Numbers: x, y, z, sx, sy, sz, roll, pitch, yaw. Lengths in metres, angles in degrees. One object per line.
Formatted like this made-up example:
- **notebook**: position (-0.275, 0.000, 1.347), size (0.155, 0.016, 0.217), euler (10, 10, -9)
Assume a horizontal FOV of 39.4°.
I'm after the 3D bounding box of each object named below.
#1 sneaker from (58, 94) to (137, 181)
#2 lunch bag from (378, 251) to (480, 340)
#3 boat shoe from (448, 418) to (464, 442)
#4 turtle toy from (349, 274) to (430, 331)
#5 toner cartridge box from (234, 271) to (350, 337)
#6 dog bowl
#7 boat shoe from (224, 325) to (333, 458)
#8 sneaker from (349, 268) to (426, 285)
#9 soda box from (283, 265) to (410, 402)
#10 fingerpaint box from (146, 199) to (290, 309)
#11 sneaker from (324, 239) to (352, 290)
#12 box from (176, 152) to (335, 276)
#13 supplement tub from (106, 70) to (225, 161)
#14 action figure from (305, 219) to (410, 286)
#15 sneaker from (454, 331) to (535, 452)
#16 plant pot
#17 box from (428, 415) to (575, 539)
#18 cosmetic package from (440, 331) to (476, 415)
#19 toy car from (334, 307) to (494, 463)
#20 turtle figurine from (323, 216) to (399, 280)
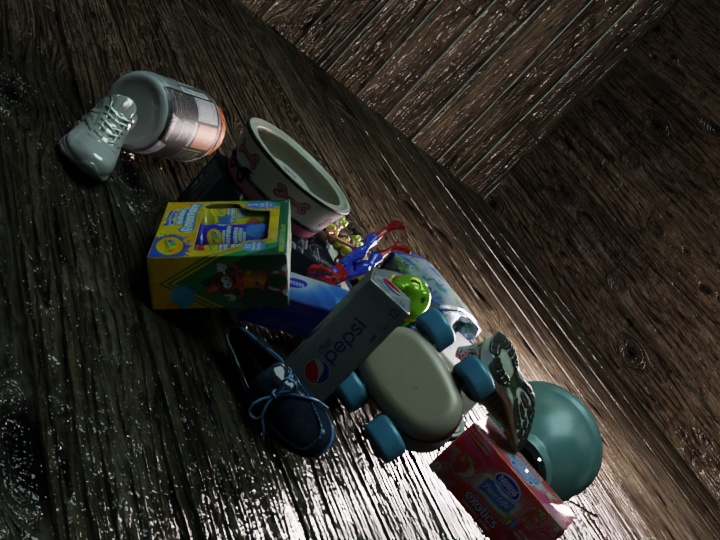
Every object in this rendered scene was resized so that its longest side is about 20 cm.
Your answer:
- **sneaker**: position (-0.348, -0.194, 1.365), size (0.078, 0.099, 0.200), euler (37, 16, -25)
- **lunch bag**: position (0.127, 0.063, 1.920), size (0.199, 0.128, 0.170), euler (5, 41, -54)
- **boat shoe**: position (0.099, 0.201, 1.592), size (0.075, 0.061, 0.201), euler (9, 36, -32)
- **turtle toy**: position (0.043, 0.086, 1.505), size (0.145, 0.201, 0.101), euler (16, 28, -12)
- **toner cartridge box**: position (-0.068, 0.054, 1.393), size (0.199, 0.095, 0.043), euler (19, 55, -40)
- **dog bowl**: position (-0.111, -0.131, 1.485), size (0.200, 0.074, 0.200), euler (42, 15, -14)
- **boat shoe**: position (-0.109, 0.141, 1.171), size (0.200, 0.084, 0.069), euler (39, -11, 37)
- **sneaker**: position (0.013, 0.053, 1.756), size (0.139, 0.078, 0.200), euler (23, 30, 24)
- **soda box**: position (-0.027, 0.092, 1.267), size (0.068, 0.200, 0.063), euler (41, 15, -6)
- **fingerpaint box**: position (-0.171, -0.026, 1.269), size (0.165, 0.074, 0.200), euler (-2, 23, -2)
- **sneaker**: position (-0.045, 0.039, 1.633), size (0.115, 0.080, 0.200), euler (50, 10, -22)
- **box**: position (-0.151, -0.048, 1.503), size (0.200, 0.104, 0.183), euler (31, 21, -42)
- **supplement tub**: position (-0.299, -0.236, 1.572), size (0.123, 0.123, 0.200), euler (48, 14, 14)
- **action figure**: position (0.000, 0.000, 1.446), size (0.099, 0.199, 0.066), euler (27, -41, 52)
- **sneaker**: position (0.195, 0.177, 1.469), size (0.077, 0.088, 0.201), euler (-46, 123, -44)
- **plant pot**: position (0.265, 0.289, 1.587), size (0.201, 0.201, 0.134), euler (49, 32, 15)
- **box**: position (0.208, 0.325, 1.480), size (0.200, 0.100, 0.095), euler (50, 15, 15)
- **cosmetic package**: position (0.171, 0.187, 1.788), size (0.113, 0.081, 0.200), euler (44, 15, 4)
- **toy car**: position (0.076, 0.190, 1.446), size (0.177, 0.184, 0.200), euler (51, -13, 27)
- **turtle figurine**: position (-0.003, -0.015, 1.599), size (0.200, 0.064, 0.161), euler (37, 11, -29)
